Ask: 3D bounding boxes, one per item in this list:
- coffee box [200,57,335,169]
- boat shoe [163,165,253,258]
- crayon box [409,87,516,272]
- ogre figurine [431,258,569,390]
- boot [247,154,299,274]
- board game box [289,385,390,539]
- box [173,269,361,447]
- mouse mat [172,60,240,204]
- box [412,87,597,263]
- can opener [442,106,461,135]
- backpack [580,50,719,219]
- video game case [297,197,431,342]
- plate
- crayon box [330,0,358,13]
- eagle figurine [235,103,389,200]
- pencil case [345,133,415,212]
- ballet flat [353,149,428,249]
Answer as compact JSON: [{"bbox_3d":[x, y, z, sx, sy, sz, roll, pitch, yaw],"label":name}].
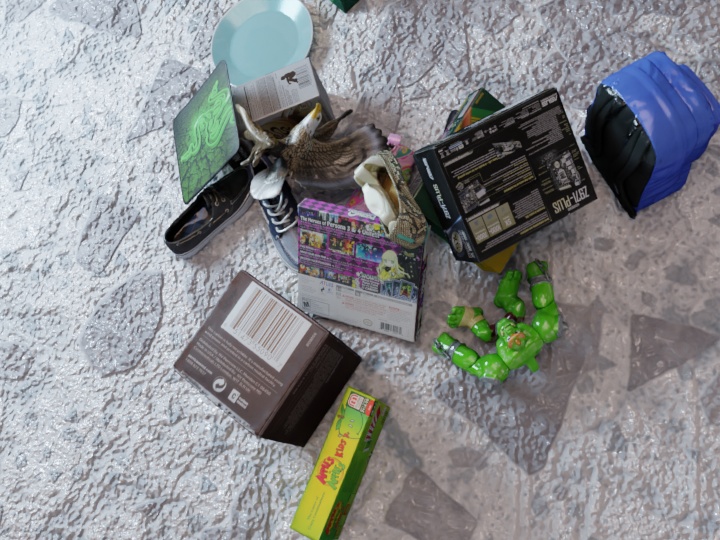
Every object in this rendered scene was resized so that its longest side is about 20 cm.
[{"bbox_3d":[-0.151,-0.258,1.217,0.197,0.113,0.081,-20,69,8],"label":"coffee box"},{"bbox_3d":[-0.252,-0.107,1.220,0.200,0.066,0.070,-42,68,-1],"label":"boat shoe"},{"bbox_3d":[0.182,-0.129,1.072,0.171,0.058,0.202,35,83,-12],"label":"crayon box"},{"bbox_3d":[0.208,0.082,1.036,0.198,0.099,0.120,-26,50,-11],"label":"ogre figurine"},{"bbox_3d":[-0.129,-0.088,1.170,0.072,0.090,0.202,-29,68,3],"label":"boot"},{"bbox_3d":[-0.025,0.273,1.027,0.047,0.102,0.203,19,79,20],"label":"board game box"},{"bbox_3d":[-0.124,0.132,1.043,0.165,0.200,0.165,32,83,21],"label":"box"},{"bbox_3d":[-0.252,-0.217,1.171,0.199,0.007,0.164,-31,64,45],"label":"mouse mat"},{"bbox_3d":[0.196,-0.128,0.993,0.198,0.086,0.166,-28,100,-12],"label":"box"},{"bbox_3d":[0.141,-0.166,1.152,0.063,0.078,0.204,-15,61,50],"label":"can opener"},{"bbox_3d":[0.404,-0.207,1.014,0.167,0.200,0.164,-34,67,2],"label":"backpack"},{"bbox_3d":[0.000,0.000,1.080,0.197,0.184,0.036,13,32,18],"label":"video game case"},{"bbox_3d":[-0.175,-0.410,1.317,0.196,0.026,0.204,-4,71,13],"label":"plate"},{"bbox_3d":[-0.090,-0.570,1.265,0.058,0.173,0.200,-43,68,-2],"label":"crayon box"},{"bbox_3d":[-0.074,-0.189,1.110,0.150,0.197,0.155,-20,74,50],"label":"eagle figurine"},{"bbox_3d":[0.023,-0.109,1.143,0.086,0.087,0.203,20,80,19],"label":"pencil case"},{"bbox_3d":[0.031,-0.110,1.003,0.068,0.074,0.202,-54,39,29],"label":"ballet flat"}]
